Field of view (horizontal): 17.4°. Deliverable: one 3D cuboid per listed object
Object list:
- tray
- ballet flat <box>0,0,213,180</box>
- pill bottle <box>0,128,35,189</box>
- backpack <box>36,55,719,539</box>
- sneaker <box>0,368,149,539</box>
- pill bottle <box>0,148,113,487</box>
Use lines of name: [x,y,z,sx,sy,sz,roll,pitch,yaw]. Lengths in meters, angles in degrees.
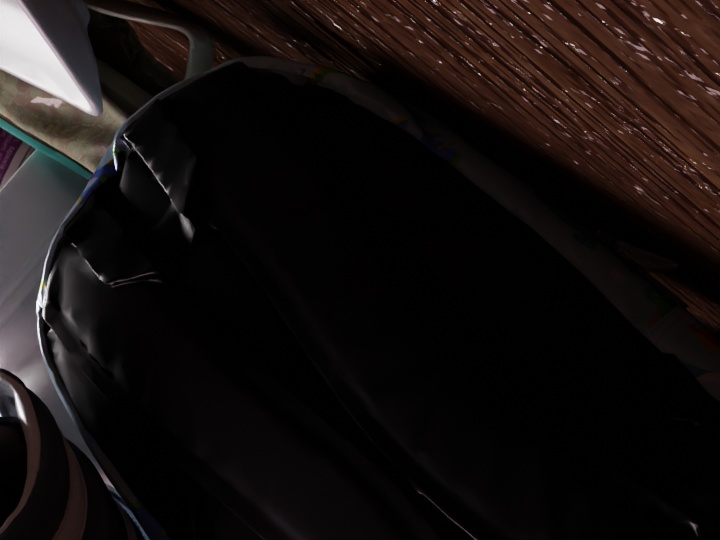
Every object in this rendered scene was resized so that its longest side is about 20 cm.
tray: [-0.142,-0.114,0.752,0.108,0.022,0.200,56,165,-29]
ballet flat: [-0.053,-0.042,0.761,0.200,0.063,0.067,32,-161,25]
pill bottle: [-0.132,-0.039,1.145,0.199,0.113,0.112,32,177,22]
backpack: [0.004,0.034,0.643,0.200,0.163,0.154,39,-169,-1]
sneaker: [-0.105,0.073,0.673,0.109,0.070,0.200,53,170,-26]
pill bottle: [-0.060,0.052,0.814,0.200,0.111,0.111,40,176,-7]
